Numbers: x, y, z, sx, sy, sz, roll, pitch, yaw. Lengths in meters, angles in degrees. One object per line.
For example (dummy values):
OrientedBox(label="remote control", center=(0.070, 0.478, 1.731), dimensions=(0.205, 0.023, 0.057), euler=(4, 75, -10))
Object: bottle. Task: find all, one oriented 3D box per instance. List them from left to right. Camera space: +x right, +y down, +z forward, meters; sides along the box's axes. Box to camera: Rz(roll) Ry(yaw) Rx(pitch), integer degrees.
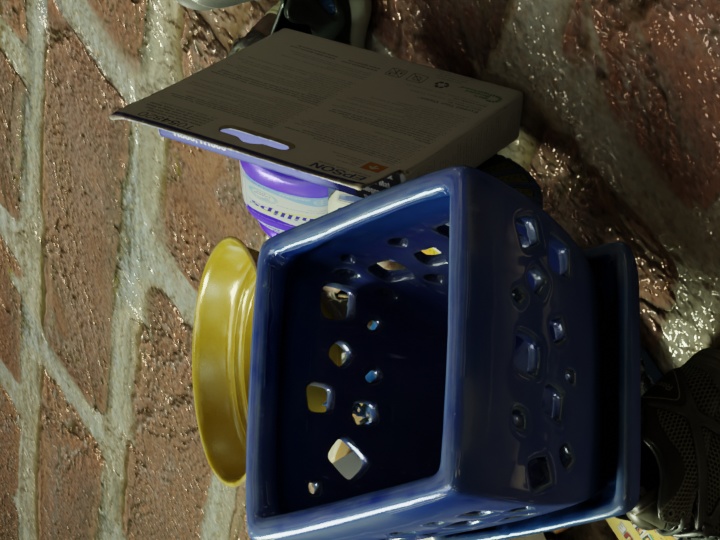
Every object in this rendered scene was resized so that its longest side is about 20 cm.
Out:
OrientedBox(label="bottle", center=(-0.047, -0.063, 1.684), dimensions=(0.083, 0.065, 0.200), euler=(15, 164, 3))

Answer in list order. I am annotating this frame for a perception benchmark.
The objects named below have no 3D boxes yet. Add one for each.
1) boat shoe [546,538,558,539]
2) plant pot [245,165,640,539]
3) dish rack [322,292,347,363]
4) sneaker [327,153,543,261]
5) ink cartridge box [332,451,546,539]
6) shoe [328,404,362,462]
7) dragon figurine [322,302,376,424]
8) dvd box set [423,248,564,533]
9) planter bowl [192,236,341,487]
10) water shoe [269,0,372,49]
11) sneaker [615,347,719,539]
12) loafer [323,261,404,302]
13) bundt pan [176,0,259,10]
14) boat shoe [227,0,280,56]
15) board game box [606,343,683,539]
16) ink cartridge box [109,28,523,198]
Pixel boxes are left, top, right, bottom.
OrientedBox(label="boat shoe", center=(0.117, 0.246, 1.778), dimensions=(0.070, 0.070, 0.200), euler=(59, 159, -8))
OrientedBox(label="plant pot", center=(0.060, 0.069, 1.374), dimensions=(0.200, 0.180, 0.200), euler=(-19, 64, 47))
OrientedBox(label="dish rack", center=(-0.010, 0.095, 1.908), dimensions=(0.172, 0.044, 0.200), euler=(-4, 111, 64))
OrientedBox(label="sneaker", center=(0.049, -0.042, 1.517), dimensions=(0.200, 0.075, 0.088), euler=(32, 120, 49))
OrientedBox(label="ink cartridge box", center=(0.063, 0.212, 1.666), dimensions=(0.200, 0.083, 0.146), euler=(15, 130, 64))
OrientedBox(label="shoe", center=(0.014, 0.123, 1.806), dimensions=(0.053, 0.070, 0.200), euler=(-118, 37, -69))
OrientedBox(label="dragon figurine", center=(0.022, 0.069, 1.682), dimensions=(0.200, 0.059, 0.100), euler=(155, 117, -70))
OrientedBox(label="dvd box set", center=(0.097, 0.070, 1.581), dimensions=(0.146, 0.029, 0.200), euler=(39, 147, 48))
OrientedBox(label="planter bowl", center=(-0.068, 0.072, 1.809), dimensions=(0.200, 0.083, 0.201), euler=(180, 90, -69))
OrientedBox(label="water shoe", center=(-0.038, -0.149, 1.652), dimensions=(0.072, 0.079, 0.200), euler=(45, 152, 36))
OrientedBox(label="sneaker", center=(0.220, 0.161, 1.413), dimensions=(0.200, 0.114, 0.076), euler=(65, 159, -11))
OrientedBox(label="loafer", center=(0.000, 0.000, 1.712), dimensions=(0.063, 0.072, 0.200), euler=(59, 171, 8))
OrientedBox(label="bundt pan", center=(-0.136, -0.285, 1.715), dimensions=(0.202, 0.076, 0.202), euler=(47, 154, 32))
OrientedBox(label="boat shoe", center=(-0.084, -0.143, 1.773), dimensions=(0.072, 0.066, 0.201), euler=(56, 156, 13))
OrientedBox(label="board game box", center=(0.170, 0.097, 1.544), dimensions=(0.200, 0.035, 0.136), euler=(57, 156, 13))
OrientedBox(label="ink cartridge box", center=(-0.027, -0.093, 1.463), dimensions=(0.199, 0.200, 0.041), euler=(18, 120, 29))
